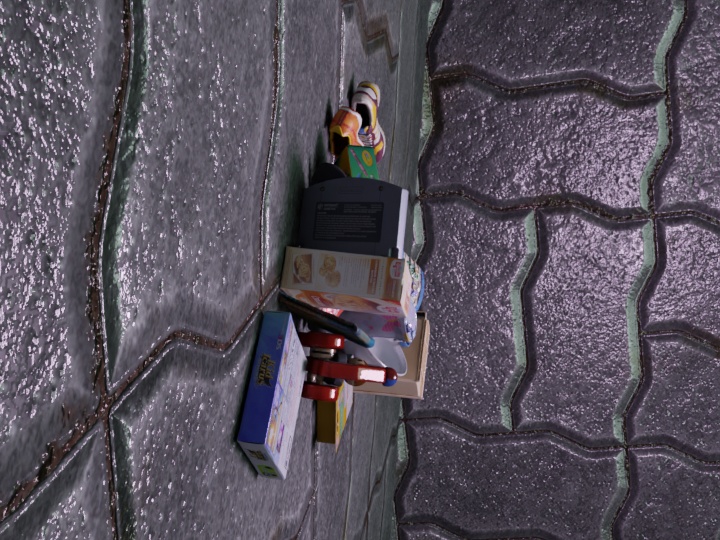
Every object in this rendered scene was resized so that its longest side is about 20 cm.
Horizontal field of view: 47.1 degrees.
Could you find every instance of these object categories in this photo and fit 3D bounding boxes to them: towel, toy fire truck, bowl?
[{"bbox_3d":[-0.052,0.086,1.397,0.200,0.145,0.022,58,55,-75],"label":"towel"},{"bbox_3d":[-0.026,0.171,1.443,0.200,0.165,0.114,165,-68,-74],"label":"toy fire truck"},{"bbox_3d":[0.013,0.186,1.934,0.201,0.090,0.202,45,18,-18],"label":"bowl"}]

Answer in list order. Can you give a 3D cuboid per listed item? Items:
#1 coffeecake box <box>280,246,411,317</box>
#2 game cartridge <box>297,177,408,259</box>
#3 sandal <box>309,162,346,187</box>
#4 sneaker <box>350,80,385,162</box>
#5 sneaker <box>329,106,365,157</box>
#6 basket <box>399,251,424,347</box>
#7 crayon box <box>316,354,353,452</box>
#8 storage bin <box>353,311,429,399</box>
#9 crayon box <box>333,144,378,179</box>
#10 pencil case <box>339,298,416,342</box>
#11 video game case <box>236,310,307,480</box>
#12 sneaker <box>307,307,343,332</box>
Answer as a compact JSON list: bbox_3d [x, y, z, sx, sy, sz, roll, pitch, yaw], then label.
[{"bbox_3d":[-0.019,0.021,1.382,0.154,0.196,0.074,60,37,-75],"label":"coffeecake box"},{"bbox_3d":[-0.013,-0.087,1.383,0.041,0.197,0.136,21,75,-58],"label":"game cartridge"},{"bbox_3d":[-0.057,-0.089,1.470,0.043,0.075,0.204,-73,167,-80],"label":"sandal"},{"bbox_3d":[0.008,-0.314,1.844,0.091,0.074,0.202,-63,152,-47],"label":"sneaker"},{"bbox_3d":[-0.032,-0.247,1.650,0.078,0.072,0.201,-59,159,-17],"label":"sneaker"},{"bbox_3d":[0.088,0.061,1.975,0.201,0.137,0.178,62,28,-46],"label":"basket"},{"bbox_3d":[-0.057,0.281,1.780,0.200,0.051,0.128,-67,161,-66],"label":"crayon box"},{"bbox_3d":[0.065,0.201,2.063,0.094,0.196,0.201,78,19,-57],"label":"storage bin"},{"bbox_3d":[-0.008,-0.114,1.533,0.119,0.057,0.203,137,-50,-58],"label":"crayon box"},{"bbox_3d":[0.017,0.101,1.683,0.083,0.197,0.092,-63,147,-54],"label":"pencil case"},{"bbox_3d":[-0.130,0.192,1.252,0.182,0.045,0.203,82,15,-61],"label":"video game case"},{"bbox_3d":[-0.056,0.025,1.585,0.202,0.066,0.110,-64,160,-61],"label":"sneaker"}]
